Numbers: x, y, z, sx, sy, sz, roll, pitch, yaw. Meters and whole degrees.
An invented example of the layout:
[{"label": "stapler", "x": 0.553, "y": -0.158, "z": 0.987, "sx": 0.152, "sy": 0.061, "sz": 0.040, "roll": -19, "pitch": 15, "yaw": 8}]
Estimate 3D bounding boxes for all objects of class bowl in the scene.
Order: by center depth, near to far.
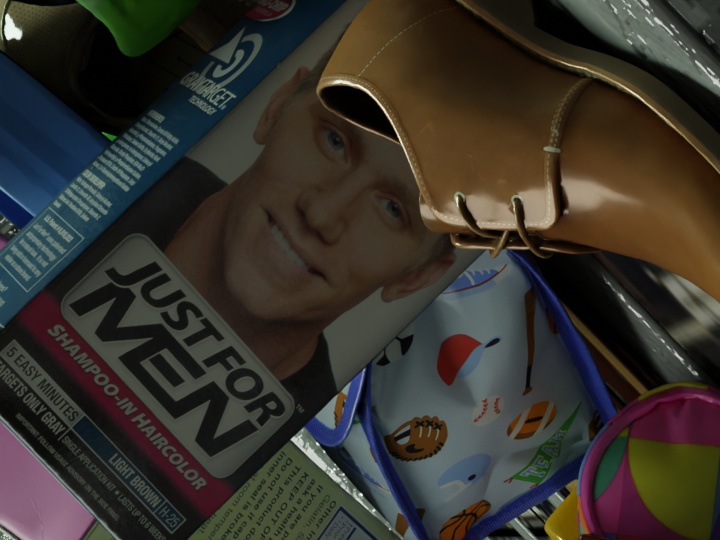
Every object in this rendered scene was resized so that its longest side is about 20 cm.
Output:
[{"label": "bowl", "x": -0.137, "y": -0.052, "z": 0.999, "sx": 0.200, "sy": 0.039, "sz": 0.201, "roll": 38, "pitch": 174, "yaw": 5}]

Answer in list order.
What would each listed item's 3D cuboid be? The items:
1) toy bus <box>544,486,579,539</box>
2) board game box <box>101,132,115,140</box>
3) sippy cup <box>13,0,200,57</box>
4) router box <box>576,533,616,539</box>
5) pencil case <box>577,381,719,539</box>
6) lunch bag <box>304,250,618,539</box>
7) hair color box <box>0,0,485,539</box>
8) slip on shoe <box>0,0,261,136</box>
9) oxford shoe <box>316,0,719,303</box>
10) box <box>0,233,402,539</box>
[{"label": "toy bus", "x": 0.168, "y": 0.155, "z": 1.194, "sx": 0.200, "sy": 0.065, "sz": 0.078, "roll": 41, "pitch": 172, "yaw": 41}, {"label": "board game box", "x": -0.023, "y": -0.004, "z": 1.277, "sx": 0.200, "sy": 0.040, "sz": 0.153, "roll": 43, "pitch": -164, "yaw": 10}, {"label": "sippy cup", "x": -0.126, "y": -0.156, "z": 0.949, "sx": 0.130, "sy": 0.139, "sz": 0.179, "roll": 34, "pitch": -129, "yaw": -69}, {"label": "router box", "x": 0.155, "y": 0.147, "z": 0.925, "sx": 0.178, "sy": 0.049, "sz": 0.200, "roll": 13, "pitch": 168, "yaw": 6}, {"label": "pencil case", "x": 0.126, "y": 0.104, "z": 1.070, "sx": 0.088, "sy": 0.088, "sz": 0.200, "roll": 44, "pitch": 176, "yaw": 12}, {"label": "lunch bag", "x": 0.000, "y": 0.000, "z": 1.071, "sx": 0.170, "sy": 0.124, "sz": 0.200, "roll": 48, "pitch": 170, "yaw": 35}, {"label": "hair color box", "x": -0.035, "y": -0.010, "z": 0.884, "sx": 0.100, "sy": 0.200, "sz": 0.060, "roll": 48, "pitch": 174, "yaw": -24}, {"label": "slip on shoe", "x": -0.086, "y": -0.081, "z": 1.007, "sx": 0.060, "sy": 0.076, "sz": 0.200, "roll": 1, "pitch": -162, "yaw": -44}, {"label": "oxford shoe", "x": 0.059, "y": -0.025, "z": 0.776, "sx": 0.200, "sy": 0.071, "sz": 0.071, "roll": 37, "pitch": 168, "yaw": 45}, {"label": "box", "x": -0.095, "y": 0.086, "z": 1.101, "sx": 0.176, "sy": 0.097, "sz": 0.200, "roll": 29, "pitch": 168, "yaw": 40}]
